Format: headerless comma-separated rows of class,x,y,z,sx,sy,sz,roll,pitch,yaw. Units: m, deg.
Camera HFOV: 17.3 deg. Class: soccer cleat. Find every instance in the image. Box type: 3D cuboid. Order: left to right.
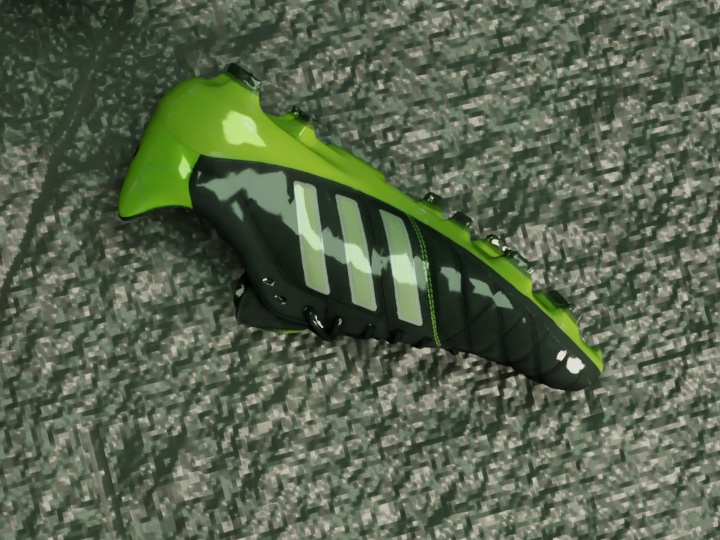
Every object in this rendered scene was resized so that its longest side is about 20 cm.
soccer cleat,0.000,0.000,0.910,0.200,0.068,0.081,33,93,-7
